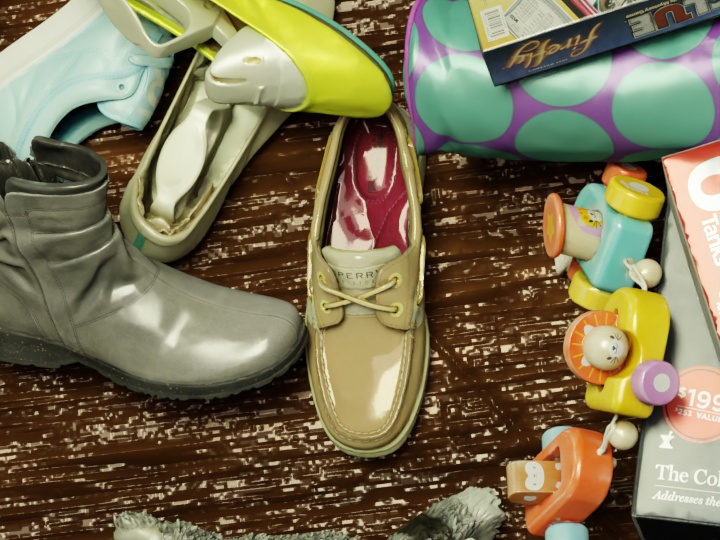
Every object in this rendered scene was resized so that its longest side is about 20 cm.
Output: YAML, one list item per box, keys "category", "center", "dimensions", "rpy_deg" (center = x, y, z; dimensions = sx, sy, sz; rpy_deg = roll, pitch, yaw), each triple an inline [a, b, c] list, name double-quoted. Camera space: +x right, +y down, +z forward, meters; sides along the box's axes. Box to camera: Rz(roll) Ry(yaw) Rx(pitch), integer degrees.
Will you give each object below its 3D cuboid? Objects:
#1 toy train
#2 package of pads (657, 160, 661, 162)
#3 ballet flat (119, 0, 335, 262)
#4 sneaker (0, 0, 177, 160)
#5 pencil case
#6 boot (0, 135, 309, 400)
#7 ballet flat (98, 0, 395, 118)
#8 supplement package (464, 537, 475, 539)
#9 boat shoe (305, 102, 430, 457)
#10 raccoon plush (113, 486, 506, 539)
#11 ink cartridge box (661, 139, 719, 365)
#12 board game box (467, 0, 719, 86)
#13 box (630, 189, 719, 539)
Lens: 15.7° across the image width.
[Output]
- category: "toy train"
  center: [0.107, 0.039, 1.350]
  dimensions: [0.055, 0.150, 0.200]
  rpy_deg: [12, 61, -19]
- category: "package of pads"
  center: [0.140, -0.128, 1.425]
  dimensions: [0.200, 0.076, 0.121]
  rpy_deg: [16, 79, 13]
- category: "ballet flat"
  center: [-0.074, -0.096, 1.459]
  dimensions: [0.069, 0.069, 0.200]
  rpy_deg: [25, 82, 14]
- category: "sneaker"
  center: [-0.127, -0.123, 1.474]
  dimensions: [0.200, 0.074, 0.082]
  rpy_deg: [-38, 75, 11]
- category: "pencil case"
  center: [0.121, -0.103, 1.342]
  dimensions: [0.199, 0.085, 0.093]
  rpy_deg: [0, 75, 11]
- category: "boot"
  center: [-0.131, -0.004, 1.403]
  dimensions: [0.199, 0.132, 0.070]
  rpy_deg: [4, 40, 13]
- category: "ballet flat"
  center: [-0.078, -0.128, 1.398]
  dimensions: [0.200, 0.067, 0.067]
  rpy_deg: [36, 58, 9]
- category: "supplement package"
  center: [0.053, 0.263, 1.291]
  dimensions: [0.147, 0.191, 0.200]
  rpy_deg: [40, 86, 16]
- category: "boat shoe"
  center: [0.000, 0.000, 1.424]
  dimensions: [0.074, 0.066, 0.201]
  rpy_deg: [-3, 77, 9]
- category: "raccoon plush"
  center: [-0.038, 0.154, 1.407]
  dimensions: [0.200, 0.097, 0.134]
  rpy_deg: [-29, 57, -28]
- category: "ink cartridge box"
  center: [0.258, 0.020, 1.260]
  dimensions: [0.175, 0.084, 0.200]
  rpy_deg: [-18, 74, 5]
- category: "board game box"
  center: [0.106, -0.201, 1.325]
  dimensions: [0.135, 0.035, 0.200]
  rpy_deg: [-17, 59, 7]
- category: "box"
  center: [0.250, 0.057, 1.350]
  dimensions: [0.199, 0.104, 0.183]
  rpy_deg: [5, 77, 11]
